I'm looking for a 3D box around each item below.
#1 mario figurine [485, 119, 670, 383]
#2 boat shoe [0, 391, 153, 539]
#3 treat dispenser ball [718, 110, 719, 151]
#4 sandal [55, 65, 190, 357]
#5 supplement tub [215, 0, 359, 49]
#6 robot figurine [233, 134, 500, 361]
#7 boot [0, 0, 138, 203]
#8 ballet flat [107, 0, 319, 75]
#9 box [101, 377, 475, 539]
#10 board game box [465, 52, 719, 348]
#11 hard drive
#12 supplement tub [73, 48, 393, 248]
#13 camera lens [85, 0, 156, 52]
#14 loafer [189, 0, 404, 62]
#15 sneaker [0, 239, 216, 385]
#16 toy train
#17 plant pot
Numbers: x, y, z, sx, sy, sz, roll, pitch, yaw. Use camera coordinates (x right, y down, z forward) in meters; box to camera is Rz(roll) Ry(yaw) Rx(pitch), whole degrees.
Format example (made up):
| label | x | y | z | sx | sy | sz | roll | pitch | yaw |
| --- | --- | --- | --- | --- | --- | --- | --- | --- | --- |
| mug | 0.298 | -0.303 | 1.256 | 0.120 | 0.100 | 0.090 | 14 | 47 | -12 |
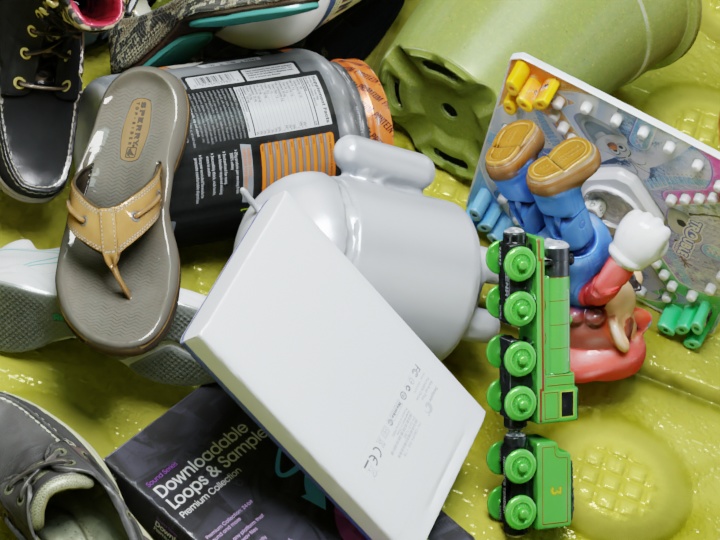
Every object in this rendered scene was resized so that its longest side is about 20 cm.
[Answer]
| label | x | y | z | sx | sy | sz | roll | pitch | yaw |
| --- | --- | --- | --- | --- | --- | --- | --- | --- | --- |
| mario figurine | 0.152 | -0.015 | 1.690 | 0.105 | 0.201 | 0.124 | -18 | 36 | 4 |
| boat shoe | -0.177 | 0.140 | 1.518 | 0.072 | 0.066 | 0.201 | -38 | 68 | -11 |
| treat dispenser ball | 0.356 | -0.095 | 1.813 | 0.199 | 0.202 | 0.202 | 9 | 47 | -10 |
| sandal | -0.147 | -0.044 | 1.576 | 0.081 | 0.055 | 0.201 | 5 | 67 | 12 |
| supplement tub | -0.032 | -0.254 | 1.776 | 0.145 | 0.146 | 0.200 | 37 | 43 | 16 |
| robot figurine | 0.000 | 0.000 | 1.661 | 0.199 | 0.113 | 0.171 | 12 | 87 | -27 |
| boot | -0.195 | -0.151 | 1.620 | 0.073 | 0.150 | 0.202 | 5 | 82 | -25 |
| ballet flat | -0.108 | -0.183 | 1.699 | 0.068 | 0.199 | 0.076 | -10 | 84 | -44 |
| box | -0.047 | 0.151 | 1.582 | 0.200 | 0.036 | 0.143 | 38 | 49 | 18 |
| board game box | 0.170 | -0.042 | 1.713 | 0.199 | 0.200 | 0.026 | 28 | 60 | 8 |
| hard drive | -0.013 | 0.066 | 1.552 | 0.200 | 0.025 | 0.132 | 48 | 46 | -20 |
| supplement tub | -0.085 | -0.083 | 1.718 | 0.199 | 0.123 | 0.123 | -10 | 53 | -26 |
| camera lens | -0.233 | -0.264 | 1.804 | 0.159 | 0.161 | 0.200 | -24 | 60 | -33 |
| loafer | -0.043 | -0.180 | 1.854 | 0.072 | 0.073 | 0.200 | 37 | 48 | 22 |
| sneaker | -0.158 | 0.017 | 1.628 | 0.199 | 0.071 | 0.080 | 12 | 36 | 11 |
| toy train | 0.111 | 0.071 | 1.617 | 0.056 | 0.202 | 0.042 | -4 | 10 | -21 |
| plant pot | 0.113 | -0.170 | 1.831 | 0.199 | 0.201 | 0.190 | 35 | 60 | 15 |
